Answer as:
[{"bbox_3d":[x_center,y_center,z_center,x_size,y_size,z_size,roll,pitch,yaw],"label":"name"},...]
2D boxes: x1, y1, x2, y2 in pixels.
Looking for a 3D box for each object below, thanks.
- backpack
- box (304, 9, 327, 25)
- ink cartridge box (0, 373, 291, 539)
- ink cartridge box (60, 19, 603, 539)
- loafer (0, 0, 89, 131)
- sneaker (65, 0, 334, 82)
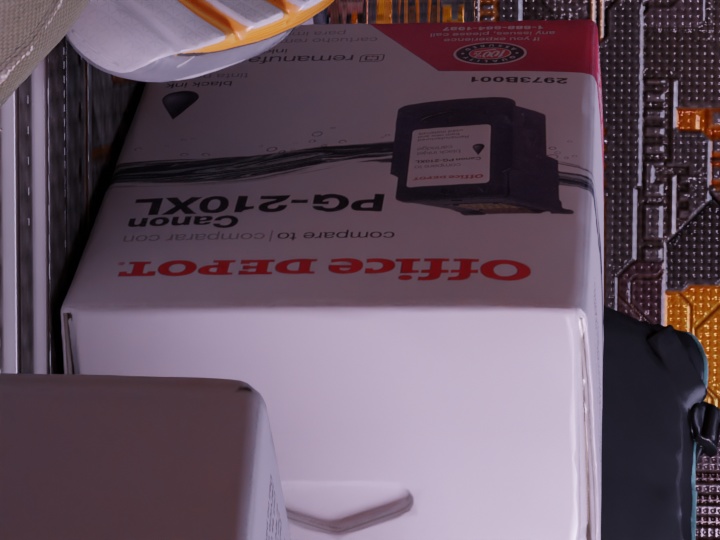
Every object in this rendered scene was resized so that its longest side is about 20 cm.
[{"bbox_3d":[0.045,0.110,1.224,0.200,0.153,0.176,-34,-132,50],"label":"backpack"},{"bbox_3d":[-0.036,-0.204,0.950,0.200,0.049,0.161,83,6,-48],"label":"box"},{"bbox_3d":[-0.055,0.134,0.582,0.200,0.084,0.145,82,10,-56],"label":"ink cartridge box"},{"bbox_3d":[0.000,0.000,0.832,0.200,0.145,0.084,-80,168,-62],"label":"ink cartridge box"},{"bbox_3d":[-0.071,-0.092,0.526,0.200,0.075,0.070,-74,176,-55],"label":"loafer"},{"bbox_3d":[-0.041,-0.100,0.799,0.077,0.078,0.200,-47,-174,34],"label":"sneaker"}]
